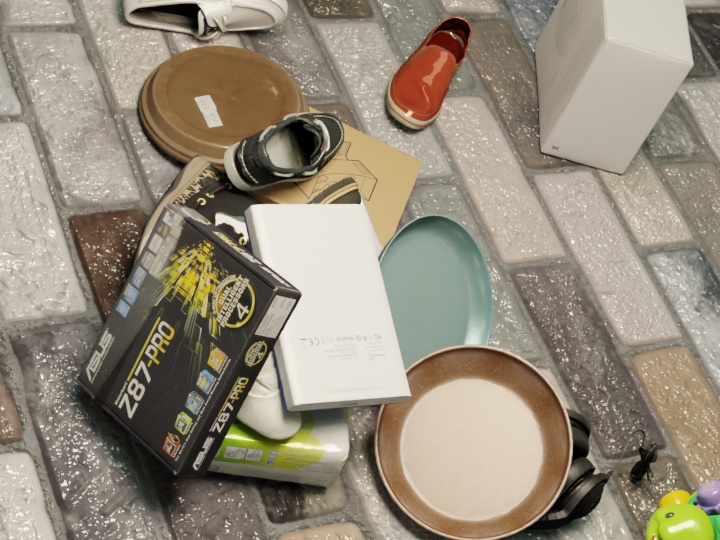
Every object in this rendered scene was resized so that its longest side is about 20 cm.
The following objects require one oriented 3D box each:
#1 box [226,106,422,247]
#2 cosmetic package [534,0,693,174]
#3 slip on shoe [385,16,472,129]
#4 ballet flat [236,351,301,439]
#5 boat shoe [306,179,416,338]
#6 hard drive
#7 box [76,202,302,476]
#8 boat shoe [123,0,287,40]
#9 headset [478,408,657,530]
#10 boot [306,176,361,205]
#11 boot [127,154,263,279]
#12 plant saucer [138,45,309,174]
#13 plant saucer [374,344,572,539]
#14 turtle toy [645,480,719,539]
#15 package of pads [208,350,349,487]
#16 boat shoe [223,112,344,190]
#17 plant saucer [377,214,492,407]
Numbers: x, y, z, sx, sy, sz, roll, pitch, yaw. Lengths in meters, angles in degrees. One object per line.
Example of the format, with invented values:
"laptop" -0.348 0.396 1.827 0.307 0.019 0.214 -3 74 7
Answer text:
"box" -0.039 -0.111 1.811 0.198 0.021 0.164 26 46 -3
"cosmetic package" 0.312 -0.268 1.977 0.122 0.200 0.202 15 48 -12
"slip on shoe" 0.087 -0.247 1.955 0.074 0.061 0.201 31 48 1
"ballet flat" -0.122 0.072 1.503 0.069 0.070 0.200 -21 61 -36
"boat shoe" 0.000 0.000 1.715 0.066 0.074 0.202 -23 68 0
"hard drive" -0.032 0.033 1.526 0.131 0.025 0.202 -1 68 -32
"box" -0.161 0.063 1.471 0.161 0.201 0.049 37 14 34
"boat shoe" -0.185 -0.304 1.881 0.197 0.074 0.066 4 55 -9
"headset" 0.214 0.207 1.645 0.198 0.094 0.125 -9 59 -11
"boot" -0.028 0.010 1.596 0.138 0.078 0.200 39 60 6
"boot" -0.149 -0.023 1.659 0.149 0.074 0.201 27 41 -1
"plant saucer" -0.153 -0.189 1.800 0.197 0.030 0.202 7 49 -7
"plant saucer" 0.113 0.175 1.589 0.198 0.037 0.203 -1 69 1
"turtle toy" 0.373 0.274 1.622 0.198 0.101 0.147 -3 54 -26
"package of pads" -0.089 0.113 1.573 0.153 0.068 0.202 10 50 -15
"boat shoe" -0.067 -0.134 1.730 0.200 0.060 0.076 -35 103 -52
"plant saucer" 0.068 0.043 1.655 0.199 0.027 0.203 -1 92 -48
